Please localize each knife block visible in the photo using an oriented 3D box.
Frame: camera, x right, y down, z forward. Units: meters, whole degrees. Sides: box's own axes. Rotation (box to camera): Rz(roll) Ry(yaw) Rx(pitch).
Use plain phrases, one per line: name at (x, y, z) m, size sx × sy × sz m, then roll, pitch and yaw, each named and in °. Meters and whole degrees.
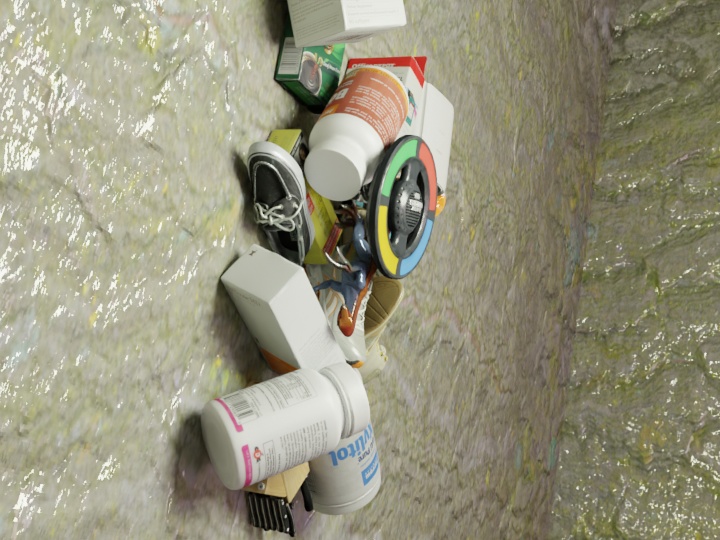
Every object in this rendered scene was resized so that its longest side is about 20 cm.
knife block at (-0.113, 0.270, 1.361) m, size 0.175 × 0.063 × 0.204 m, roll 35°, pitch 62°, yaw -63°

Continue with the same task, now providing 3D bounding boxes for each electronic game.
electronic game at (0.062, -0.088, 1.348) m, size 0.199 × 0.041 × 0.204 m, roll -29°, pitch 124°, yaw -56°

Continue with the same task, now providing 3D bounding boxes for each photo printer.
photo printer at (0.115, -0.229, 1.776) m, size 0.166 × 0.068 × 0.204 m, roll 22°, pitch 73°, yaw -64°

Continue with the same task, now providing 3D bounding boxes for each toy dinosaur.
toy dinosaur at (0.000, 0.000, 1.337) m, size 0.105 × 0.196 × 0.185 m, roll 124°, pitch -43°, yaw -64°

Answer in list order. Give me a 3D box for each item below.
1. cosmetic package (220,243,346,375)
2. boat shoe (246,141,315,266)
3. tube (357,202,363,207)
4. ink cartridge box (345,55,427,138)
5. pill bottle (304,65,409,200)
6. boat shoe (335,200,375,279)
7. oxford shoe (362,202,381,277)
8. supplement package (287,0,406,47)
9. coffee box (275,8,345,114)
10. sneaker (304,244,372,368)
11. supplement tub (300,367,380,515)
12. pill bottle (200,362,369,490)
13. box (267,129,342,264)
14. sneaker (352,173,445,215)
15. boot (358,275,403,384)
cosmetic package at (-0.101, 0.070, 1.293) m, size 0.071 × 0.101 × 0.202 m, roll -46°, pitch 138°, yaw -24°
boat shoe at (-0.112, -0.081, 1.295) m, size 0.201 × 0.072 × 0.069 m, roll 80°, pitch 18°, yaw -47°
tube at (0.031, -0.079, 1.654) m, size 0.200 × 0.050 × 0.079 m, roll 51°, pitch 38°, yaw -48°
ink cartridge box at (0.030, -0.271, 1.528) m, size 0.067 × 0.114 × 0.203 m, roll 47°, pitch 51°, yaw -57°
pill bottle at (-0.008, -0.192, 1.352) m, size 0.201 × 0.110 × 0.113 m, roll -65°, pitch 148°, yaw -44°
boat shoe at (-0.016, -0.015, 1.523) m, size 0.066 × 0.070 × 0.204 m, roll -122°, pitch -148°, yaw -55°
oxford shoe at (0.018, -0.044, 1.590) m, size 0.201 × 0.057 × 0.076 m, roll 75°, pitch 32°, yaw -52°
supplement package at (-0.030, -0.417, 1.294) m, size 0.116 × 0.116 × 0.204 m, roll -16°, pitch 98°, yaw -38°
coffee box at (-0.063, -0.346, 1.395) m, size 0.123 × 0.043 × 0.204 m, roll 34°, pitch 63°, yaw -62°
sneaker at (-0.017, 0.044, 1.409) m, size 0.076 × 0.091 × 0.202 m, roll 38°, pitch 28°, yaw -54°
supplement tub at (-0.045, 0.245, 1.427) m, size 0.132 × 0.130 × 0.203 m, roll -54°, pitch 140°, yaw -49°
pill bottle at (-0.094, 0.193, 1.228) m, size 0.197 × 0.113 × 0.116 m, roll -17°, pitch 113°, yaw -27°
box at (-0.086, -0.102, 1.376) m, size 0.202 × 0.049 × 0.076 m, roll 69°, pitch 34°, yaw -44°
sneaker at (0.031, -0.130, 1.486) m, size 0.092 × 0.197 × 0.077 m, roll -173°, pitch -73°, yaw -87°
boot at (0.012, 0.104, 1.531) m, size 0.201 × 0.072 × 0.154 m, roll -50°, pitch 154°, yaw 3°
